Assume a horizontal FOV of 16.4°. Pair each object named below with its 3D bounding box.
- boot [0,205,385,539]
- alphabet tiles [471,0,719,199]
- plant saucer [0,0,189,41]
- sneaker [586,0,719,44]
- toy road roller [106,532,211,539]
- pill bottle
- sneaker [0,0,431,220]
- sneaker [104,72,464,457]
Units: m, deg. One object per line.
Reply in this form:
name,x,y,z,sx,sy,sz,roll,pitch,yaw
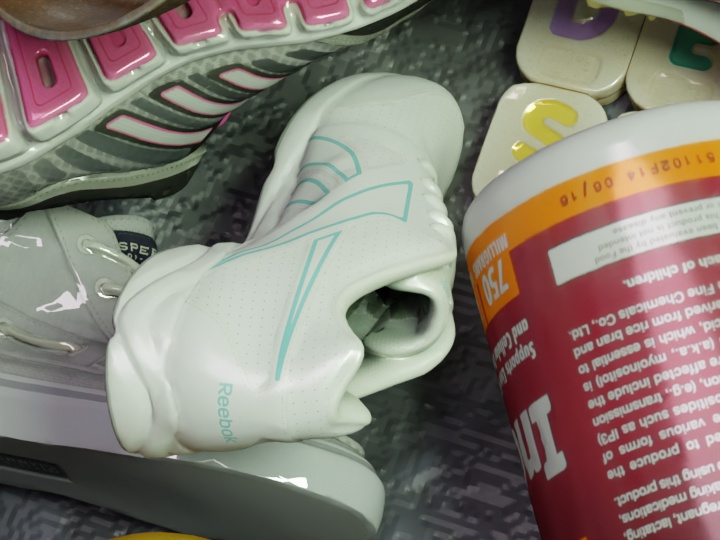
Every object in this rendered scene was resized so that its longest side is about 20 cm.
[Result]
boot,-0.079,0.024,0.812,0.199,0.074,0.096,12,66,13
alphabet tiles,0.141,-0.039,0.821,0.199,0.015,0.196,15,72,18
plant saucer,-0.051,-0.158,0.719,0.200,0.034,0.201,-22,60,44
sneaker,0.123,-0.112,0.769,0.200,0.090,0.075,30,55,2
toy road roller,-0.105,0.136,0.751,0.200,0.123,0.146,30,62,21
pill bottle,0.105,0.061,0.729,0.113,0.113,0.201,-16,71,5
sneaker,-0.057,-0.074,0.802,0.199,0.087,0.074,-26,70,-10
sneaker,0.000,0.000,0.765,0.080,0.071,0.200,5,31,23
